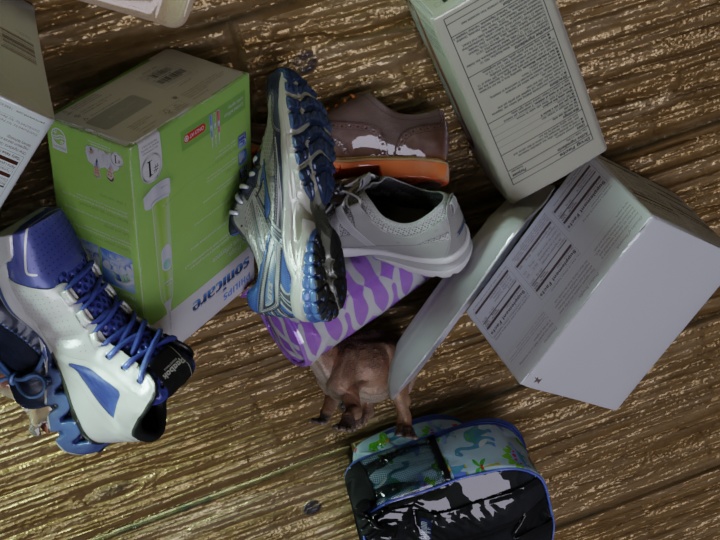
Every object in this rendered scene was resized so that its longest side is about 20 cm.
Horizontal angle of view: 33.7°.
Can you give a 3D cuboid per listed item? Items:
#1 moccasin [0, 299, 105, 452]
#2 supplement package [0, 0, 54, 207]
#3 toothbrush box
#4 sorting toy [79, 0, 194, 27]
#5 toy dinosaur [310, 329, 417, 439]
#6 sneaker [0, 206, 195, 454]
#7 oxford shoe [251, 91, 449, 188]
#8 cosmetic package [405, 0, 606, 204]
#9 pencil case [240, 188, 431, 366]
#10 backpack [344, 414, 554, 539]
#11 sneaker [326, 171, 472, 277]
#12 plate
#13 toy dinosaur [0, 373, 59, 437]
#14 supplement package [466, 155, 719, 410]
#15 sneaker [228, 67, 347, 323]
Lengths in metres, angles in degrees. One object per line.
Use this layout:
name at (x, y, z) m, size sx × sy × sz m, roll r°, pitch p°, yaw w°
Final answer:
moccasin at (-0.246, 0.082, 0.944) m, size 0.200 × 0.080 × 0.069 m, roll 47°, pitch 63°, yaw -39°
supplement package at (-0.327, -0.096, 0.814) m, size 0.146 × 0.192 × 0.201 m, roll 25°, pitch 113°, yaw -32°
toothbrush box at (-0.158, -0.050, 0.934) m, size 0.146 × 0.085 × 0.202 m, roll -44°, pitch 144°, yaw -45°
sorting toy at (-0.192, -0.284, 0.838) m, size 0.198 × 0.037 × 0.186 m, roll 14°, pitch 118°, yaw -23°
toy dinosaur at (0.006, 0.085, 1.137) m, size 0.199 × 0.085 × 0.137 m, roll 15°, pitch 82°, yaw -47°
sneaker at (-0.182, 0.047, 0.869) m, size 0.114 × 0.081 × 0.201 m, roll -1°, pitch 117°, yaw 25°
oxford shoe at (-0.021, -0.114, 1.011) m, size 0.198 × 0.071 × 0.074 m, roll 5°, pitch 85°, yaw -13°
cosmetic package at (0.121, -0.170, 0.998) m, size 0.103 × 0.087 × 0.201 m, roll -29°, pitch 128°, yaw -1°
pencil case at (0.000, 0.000, 1.042) m, size 0.199 × 0.084 × 0.086 m, roll -36°, pitch 94°, yaw -22°
backpack at (0.091, 0.241, 1.237) m, size 0.198 × 0.147 × 0.184 m, roll -16°, pitch 127°, yaw -4°
sneaker at (-0.004, -0.055, 0.986) m, size 0.198 × 0.075 × 0.082 m, roll 7°, pitch 140°, yaw 13°
plate at (0.097, 0.009, 1.080) m, size 0.032 × 0.200 × 0.200 m, roll 37°, pitch 111°, yaw 6°
toy dinosaur at (-0.297, 0.038, 0.992) m, size 0.134 × 0.086 × 0.202 m, roll -4°, pitch 121°, yaw -18°
supplement package at (0.233, 0.015, 1.142) m, size 0.155 × 0.111 × 0.201 m, roll 18°, pitch 117°, yaw -40°
sneaker at (-0.068, -0.058, 0.931) m, size 0.084 × 0.202 × 0.077 m, roll -6°, pitch 175°, yaw 22°
